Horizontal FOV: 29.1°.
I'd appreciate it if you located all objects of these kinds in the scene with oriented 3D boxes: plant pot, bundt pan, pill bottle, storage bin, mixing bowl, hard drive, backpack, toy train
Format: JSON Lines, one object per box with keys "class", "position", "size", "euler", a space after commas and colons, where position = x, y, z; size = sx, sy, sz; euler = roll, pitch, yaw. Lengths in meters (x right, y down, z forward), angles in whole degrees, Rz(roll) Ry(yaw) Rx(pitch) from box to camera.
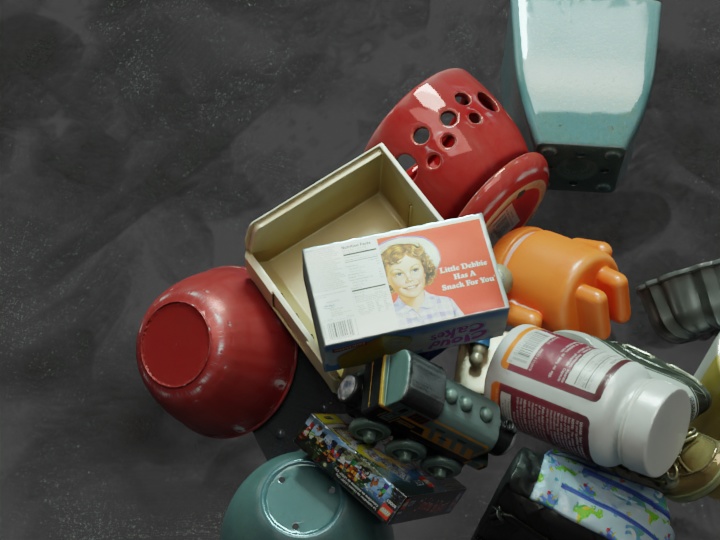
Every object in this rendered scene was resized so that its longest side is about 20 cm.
{"class": "plant pot", "position": [-0.059, 0.275, 1.491], "size": [0.197, 0.136, 0.202], "euler": [0, 55, 0]}
{"class": "bundt pan", "position": [0.428, 0.035, 1.629], "size": [0.199, 0.202, 0.077], "euler": [-11, 79, -7]}
{"class": "pill bottle", "position": [0.240, 0.138, 1.468], "size": [0.198, 0.115, 0.114], "euler": [20, 55, 37]}
{"class": "plant pot", "position": [0.283, -0.215, 1.804], "size": [0.192, 0.197, 0.203], "euler": [3, 64, 2]}
{"class": "storage bin", "position": [0.000, 0.000, 1.547], "size": [0.197, 0.094, 0.201], "euler": [-31, 68, -17]}
{"class": "plant pot", "position": [0.126, -0.121, 1.729], "size": [0.200, 0.201, 0.182], "euler": [-38, 68, -23]}
{"class": "mixing bowl", "position": [-0.181, 0.089, 1.579], "size": [0.197, 0.108, 0.204], "euler": [-4, 81, 26]}
{"class": "hard drive", "position": [-0.087, 0.108, 1.612], "size": [0.134, 0.042, 0.202], "euler": [-31, 70, 21]}
{"class": "backpack", "position": [0.237, 0.278, 1.479], "size": [0.198, 0.164, 0.154], "euler": [30, 45, 12]}
{"class": "toy train", "position": [0.072, 0.152, 1.449], "size": [0.199, 0.113, 0.086], "euler": [30, 53, -31]}

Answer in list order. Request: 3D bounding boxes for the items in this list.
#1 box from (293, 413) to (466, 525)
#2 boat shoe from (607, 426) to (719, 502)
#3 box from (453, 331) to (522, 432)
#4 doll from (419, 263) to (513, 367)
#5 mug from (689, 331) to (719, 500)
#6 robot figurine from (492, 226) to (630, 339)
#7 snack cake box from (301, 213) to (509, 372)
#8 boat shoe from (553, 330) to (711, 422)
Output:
{"class": "box", "position": [0.025, 0.212, 1.502], "size": [0.136, 0.200, 0.038], "euler": [39, 99, 22]}
{"class": "boat shoe", "position": [0.326, 0.201, 1.504], "size": [0.063, 0.200, 0.074], "euler": [38, 75, -16]}
{"class": "box", "position": [0.208, 0.134, 1.621], "size": [0.197, 0.078, 0.096], "euler": [6, 55, 5]}
{"class": "doll", "position": [0.095, 0.057, 1.599], "size": [0.199, 0.049, 0.137], "euler": [-33, 69, -17]}
{"class": "mug", "position": [0.422, 0.149, 1.550], "size": [0.185, 0.154, 0.150], "euler": [-27, 71, -27]}
{"class": "robot figurine", "position": [0.231, 0.015, 1.665], "size": [0.199, 0.116, 0.145], "euler": [24, 87, 43]}
{"class": "snack cake box", "position": [0.045, 0.022, 1.447], "size": [0.197, 0.067, 0.116], "euler": [-11, 62, -7]}
{"class": "boat shoe", "position": [0.293, 0.119, 1.538], "size": [0.199, 0.072, 0.063], "euler": [27, 27, 36]}
